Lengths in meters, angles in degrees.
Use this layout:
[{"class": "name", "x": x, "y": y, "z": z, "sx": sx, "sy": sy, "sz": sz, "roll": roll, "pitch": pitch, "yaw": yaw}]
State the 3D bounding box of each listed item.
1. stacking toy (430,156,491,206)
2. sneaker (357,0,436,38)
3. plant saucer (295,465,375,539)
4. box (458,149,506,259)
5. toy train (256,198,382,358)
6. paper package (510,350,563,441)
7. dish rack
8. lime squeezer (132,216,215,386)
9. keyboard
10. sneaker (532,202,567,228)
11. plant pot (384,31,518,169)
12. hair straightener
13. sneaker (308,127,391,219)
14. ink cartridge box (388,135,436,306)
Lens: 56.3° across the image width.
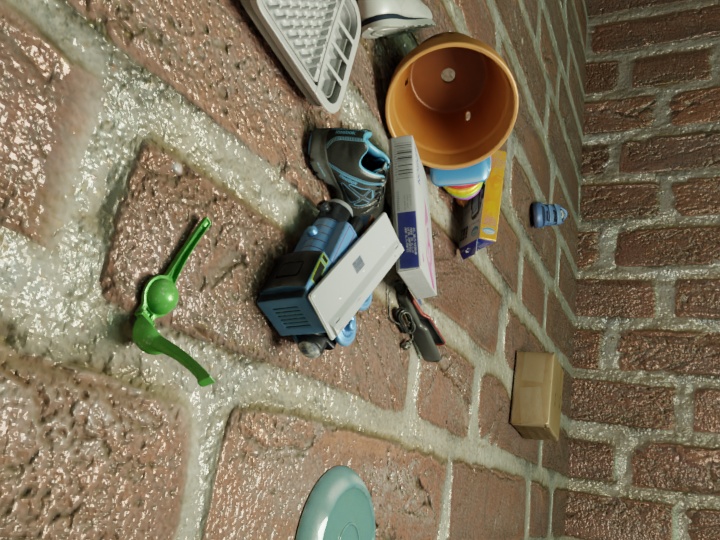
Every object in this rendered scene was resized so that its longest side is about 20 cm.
[{"class": "stacking toy", "x": 0.190, "y": -0.172, "z": 1.255, "sx": 0.200, "sy": 0.108, "sz": 0.118, "roll": 63, "pitch": 25, "yaw": -66}, {"class": "sneaker", "x": 0.056, "y": -0.394, "z": 1.001, "sx": 0.200, "sy": 0.075, "sz": 0.082, "roll": -33, "pitch": 109, "yaw": -61}, {"class": "plant saucer", "x": -0.025, "y": 0.358, "z": 0.870, "sx": 0.199, "sy": 0.027, "sz": 0.204, "roll": 3, "pitch": 87, "yaw": -63}, {"class": "box", "x": 0.235, "y": -0.122, "z": 1.311, "sx": 0.119, "sy": 0.041, "sz": 0.203, "roll": 142, "pitch": -44, "yaw": -77}, {"class": "toy train", "x": -0.038, "y": 0.003, "z": 0.789, "sx": 0.115, "sy": 0.086, "sz": 0.201, "roll": 59, "pitch": 39, "yaw": -36}, {"class": "paper package", "x": 0.472, "y": 0.335, "z": 1.788, "sx": 0.191, "sy": 0.102, "sz": 0.203, "roll": 48, "pitch": 48, "yaw": -55}, {"class": "dish rack", "x": -0.068, "y": -0.300, "z": 0.774, "sx": 0.200, "sy": 0.043, "sz": 0.174, "roll": 50, "pitch": 47, "yaw": -52}, {"class": "lime squeezer", "x": -0.160, "y": 0.026, "z": 0.568, "sx": 0.038, "sy": 0.070, "sz": 0.201, "roll": 41, "pitch": 22, "yaw": -36}, {"class": "keyboard", "x": 0.000, "y": 0.000, "z": 0.771, "sx": 0.057, "sy": 0.011, "sz": 0.200, "roll": 58, "pitch": 38, "yaw": -15}, {"class": "sneaker", "x": 0.556, "y": -0.166, "z": 1.988, "sx": 0.199, "sy": 0.081, "sz": 0.075, "roll": -17, "pitch": 106, "yaw": -61}, {"class": "plant pot", "x": 0.140, "y": -0.281, "z": 1.051, "sx": 0.141, "sy": 0.197, "sz": 0.202, "roll": -82, "pitch": 156, "yaw": -52}, {"class": "hair straightener", "x": 0.089, "y": 0.090, "z": 1.087, "sx": 0.201, "sy": 0.040, "sz": 0.078, "roll": 62, "pitch": 37, "yaw": -43}, {"class": "sneaker", "x": 0.006, "y": -0.112, "z": 0.878, "sx": 0.200, "sy": 0.081, "sz": 0.074, "roll": 48, "pitch": 45, "yaw": -55}, {"class": "ink cartridge box", "x": 0.084, "y": -0.067, "z": 1.004, "sx": 0.200, "sy": 0.043, "sz": 0.199, "roll": 46, "pitch": 39, "yaw": -68}]
